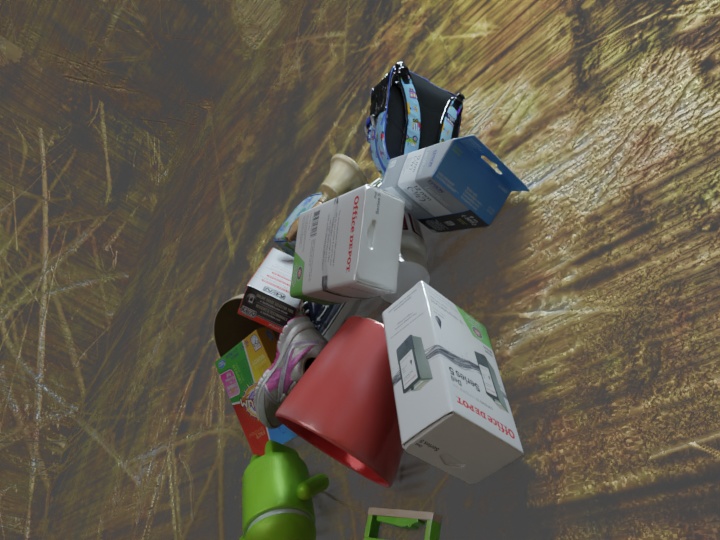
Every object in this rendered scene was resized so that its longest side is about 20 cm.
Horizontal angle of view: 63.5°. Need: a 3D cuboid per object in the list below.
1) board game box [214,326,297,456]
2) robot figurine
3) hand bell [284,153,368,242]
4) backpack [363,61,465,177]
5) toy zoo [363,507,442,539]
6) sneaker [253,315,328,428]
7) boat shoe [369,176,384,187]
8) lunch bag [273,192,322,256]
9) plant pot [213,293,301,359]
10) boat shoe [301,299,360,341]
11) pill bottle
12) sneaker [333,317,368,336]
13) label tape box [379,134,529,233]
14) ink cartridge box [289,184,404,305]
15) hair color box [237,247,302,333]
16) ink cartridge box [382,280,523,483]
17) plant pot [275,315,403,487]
[{"bbox_3d":[-0.184,0.230,1.095,0.152,0.040,0.204,-35,76,35],"label":"board game box"},{"bbox_3d":[-0.131,0.378,0.926,0.175,0.115,0.202,-43,34,17],"label":"robot figurine"},{"bbox_3d":[-0.082,-0.129,1.164,0.200,0.105,0.103,-47,25,-24],"label":"hand bell"},{"bbox_3d":[0.094,-0.241,1.070,0.133,0.178,0.207,-22,58,57],"label":"backpack"},{"bbox_3d":[0.038,0.411,0.732,0.129,0.020,0.206,-21,47,48],"label":"toy zoo"},{"bbox_3d":[-0.111,0.183,0.968,0.087,0.080,0.205,32,108,30],"label":"sneaker"},{"bbox_3d":[-0.005,-0.109,1.132,0.197,0.073,0.062,-35,62,-20],"label":"boat shoe"},{"bbox_3d":[-0.100,-0.103,1.313,0.198,0.082,0.163,2,53,58],"label":"lunch bag"},{"bbox_3d":[-0.183,0.125,1.185,0.199,0.203,0.134,-36,1,34],"label":"plant pot"},{"bbox_3d":[-0.083,0.100,1.074,0.202,0.091,0.075,-54,-12,-23],"label":"boat shoe"},{"bbox_3d":[0.058,-0.046,1.009,0.109,0.108,0.203,-42,34,27],"label":"pill bottle"},{"bbox_3d":[-0.029,0.181,0.994,0.202,0.069,0.100,-55,31,21],"label":"sneaker"},{"bbox_3d":[0.143,-0.128,0.915,0.198,0.142,0.068,0,62,56],"label":"label tape box"},{"bbox_3d":[-0.025,-0.033,0.928,0.197,0.082,0.151,-12,67,53],"label":"ink cartridge box"},{"bbox_3d":[-0.153,0.034,1.092,0.201,0.099,0.063,-75,11,-69],"label":"hair color box"},{"bbox_3d":[0.111,0.138,0.732,0.084,0.144,0.204,-39,36,26],"label":"ink cartridge box"},{"bbox_3d":[0.001,0.181,0.842,0.198,0.200,0.180,-1,52,56],"label":"plant pot"}]
